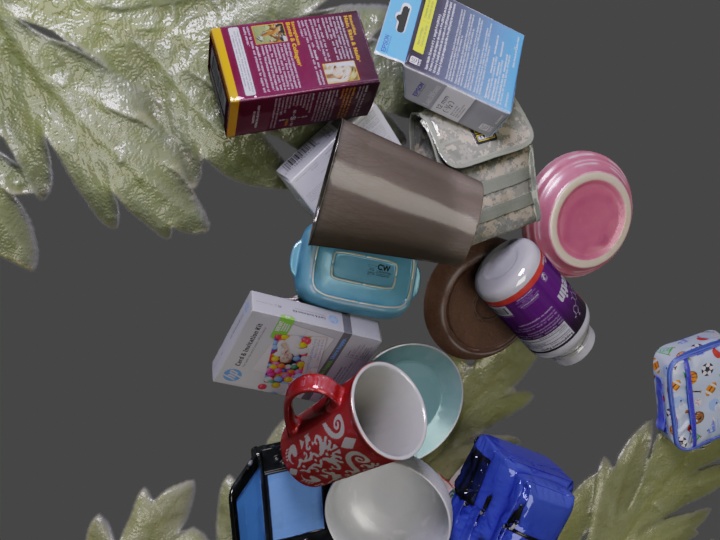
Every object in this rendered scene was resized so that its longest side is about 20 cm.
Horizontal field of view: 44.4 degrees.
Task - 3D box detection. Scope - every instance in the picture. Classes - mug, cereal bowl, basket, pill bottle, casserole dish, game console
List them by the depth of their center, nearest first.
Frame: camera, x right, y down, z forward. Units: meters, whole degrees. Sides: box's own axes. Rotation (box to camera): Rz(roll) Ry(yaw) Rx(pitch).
[{"bbox_3d":[0.047,-0.085,1.136,0.197,0.137,0.182,16,132,-6],"label":"basket"},{"bbox_3d":[0.000,0.000,1.227,0.197,0.039,0.123,11,86,-20],"label":"casserole dish"},{"bbox_3d":[-0.030,0.210,1.248,0.178,0.199,0.133,52,44,-3],"label":"mug"},{"bbox_3d":[-0.113,0.371,1.310,0.173,0.116,0.204,-8,108,-18],"label":"game console"},{"bbox_3d":[0.268,0.052,1.326,0.113,0.112,0.200,-47,116,-2],"label":"pill bottle"},{"bbox_3d":[0.048,0.360,1.359,0.196,0.083,0.204,5,110,13],"label":"cereal bowl"}]

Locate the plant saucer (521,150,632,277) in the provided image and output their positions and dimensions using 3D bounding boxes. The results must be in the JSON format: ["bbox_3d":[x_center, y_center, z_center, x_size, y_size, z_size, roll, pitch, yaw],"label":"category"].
[{"bbox_3d":[0.350,-0.084,1.388,0.197,0.051,0.204,-6,107,-19],"label":"plant saucer"}]

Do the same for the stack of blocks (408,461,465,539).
[{"bbox_3d":[0.164,0.386,1.449,0.115,0.059,0.200,43,88,-25],"label":"stack of blocks"}]

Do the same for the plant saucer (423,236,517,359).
[{"bbox_3d":[0.194,0.048,1.378,0.197,0.034,0.204,-6,106,-19],"label":"plant saucer"}]

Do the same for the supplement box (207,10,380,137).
[{"bbox_3d":[-0.087,-0.252,1.132,0.197,0.086,0.112,-11,71,-17],"label":"supplement box"}]

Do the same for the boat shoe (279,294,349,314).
[{"bbox_3d":[-0.027,0.031,1.276,0.197,0.073,0.066,-5,87,-19],"label":"boat shoe"}]

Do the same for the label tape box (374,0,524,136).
[{"bbox_3d":[0.115,-0.289,1.192,0.197,0.066,0.145,21,61,-11],"label":"label tape box"}]

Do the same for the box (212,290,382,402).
[{"bbox_3d":[-0.090,0.114,1.248,0.197,0.042,0.157,16,129,-23],"label":"box"}]

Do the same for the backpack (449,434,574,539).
[{"bbox_3d":[0.218,0.381,1.346,0.161,0.168,0.202,24,97,-17],"label":"backpack"}]

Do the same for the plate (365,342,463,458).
[{"bbox_3d":[0.068,0.206,1.380,0.197,0.026,0.204,-5,106,-18],"label":"plate"}]

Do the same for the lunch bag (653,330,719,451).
[{"bbox_3d":[0.592,0.216,1.553,0.158,0.076,0.203,-18,110,-13],"label":"lunch bag"}]

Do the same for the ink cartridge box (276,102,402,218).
[{"bbox_3d":[-0.004,-0.123,1.258,0.162,0.057,0.200,-43,135,-5],"label":"ink cartridge box"}]

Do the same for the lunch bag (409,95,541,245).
[{"bbox_3d":[0.159,-0.150,1.258,0.162,0.117,0.203,-19,110,-24],"label":"lunch bag"}]
